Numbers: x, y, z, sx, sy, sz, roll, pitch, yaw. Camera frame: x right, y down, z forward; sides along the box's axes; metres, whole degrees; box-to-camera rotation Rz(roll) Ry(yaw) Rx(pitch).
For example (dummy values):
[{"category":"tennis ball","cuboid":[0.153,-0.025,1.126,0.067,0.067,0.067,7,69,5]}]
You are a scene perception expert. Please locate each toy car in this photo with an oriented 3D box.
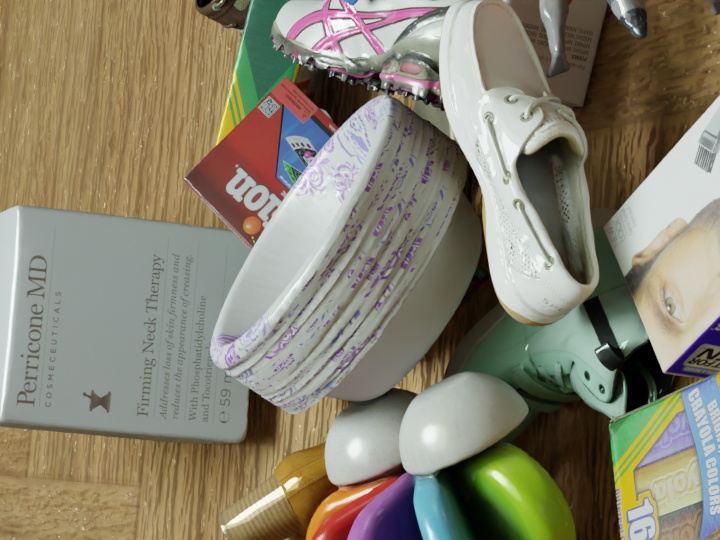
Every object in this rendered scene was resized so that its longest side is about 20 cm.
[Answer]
[{"category":"toy car","cuboid":[0.040,0.168,1.243,0.199,0.149,0.176,-16,102,55]}]

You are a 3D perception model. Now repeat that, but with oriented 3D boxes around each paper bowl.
[{"category":"paper bowl","cuboid":[0.000,0.000,1.281,0.201,0.104,0.201,-51,13,17]}]

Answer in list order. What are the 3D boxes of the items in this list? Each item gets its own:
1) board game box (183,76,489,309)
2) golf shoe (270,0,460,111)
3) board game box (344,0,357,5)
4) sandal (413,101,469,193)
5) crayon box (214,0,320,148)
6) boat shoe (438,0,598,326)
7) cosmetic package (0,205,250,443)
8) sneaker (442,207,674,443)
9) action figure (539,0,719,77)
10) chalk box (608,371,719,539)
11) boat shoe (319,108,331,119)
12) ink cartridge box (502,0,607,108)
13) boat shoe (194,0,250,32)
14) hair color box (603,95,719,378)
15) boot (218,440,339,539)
[{"category":"board game box","cuboid":[-0.018,-0.029,1.399,0.103,0.019,0.200,-45,77,-4]},{"category":"golf shoe","cuboid":[0.019,-0.159,1.320,0.199,0.072,0.093,19,95,47]},{"category":"board game box","cuboid":[0.045,-0.274,1.242,0.200,0.045,0.153,-46,16,53]},{"category":"sandal","cuboid":[0.025,-0.044,1.448,0.080,0.054,0.201,50,125,52]},{"category":"crayon box","cuboid":[-0.071,-0.119,1.564,0.126,0.051,0.202,-48,-28,-80]},{"category":"boat shoe","cuboid":[0.102,-0.073,1.193,0.069,0.070,0.202,-30,71,54]},{"category":"cosmetic package","cuboid":[-0.201,0.047,1.629,0.166,0.198,0.169,171,104,-68]},{"category":"sneaker","cuboid":[0.121,0.072,1.253,0.201,0.073,0.119,-58,41,34]},{"category":"action figure","cuboid":[0.157,-0.235,1.194,0.198,0.105,0.195,-19,92,19]},{"category":"chalk box","cuboid":[0.235,0.111,1.014,0.200,0.123,0.125,-31,57,52]},{"category":"boat shoe","cuboid":[-0.031,-0.024,1.441,0.072,0.067,0.202,-50,54,56]},{"category":"ink cartridge box","cuboid":[0.099,-0.221,1.347,0.144,0.084,0.202,26,105,57]},{"category":"boat shoe","cuboid":[-0.077,-0.286,1.650,0.075,0.074,0.204,48,122,51]},{"category":"hair color box","cuboid":[0.226,-0.041,1.123,0.200,0.064,0.110,-53,42,39]},{"category":"boot","cuboid":[-0.010,0.153,1.435,0.143,0.201,0.071,-30,78,7]}]
